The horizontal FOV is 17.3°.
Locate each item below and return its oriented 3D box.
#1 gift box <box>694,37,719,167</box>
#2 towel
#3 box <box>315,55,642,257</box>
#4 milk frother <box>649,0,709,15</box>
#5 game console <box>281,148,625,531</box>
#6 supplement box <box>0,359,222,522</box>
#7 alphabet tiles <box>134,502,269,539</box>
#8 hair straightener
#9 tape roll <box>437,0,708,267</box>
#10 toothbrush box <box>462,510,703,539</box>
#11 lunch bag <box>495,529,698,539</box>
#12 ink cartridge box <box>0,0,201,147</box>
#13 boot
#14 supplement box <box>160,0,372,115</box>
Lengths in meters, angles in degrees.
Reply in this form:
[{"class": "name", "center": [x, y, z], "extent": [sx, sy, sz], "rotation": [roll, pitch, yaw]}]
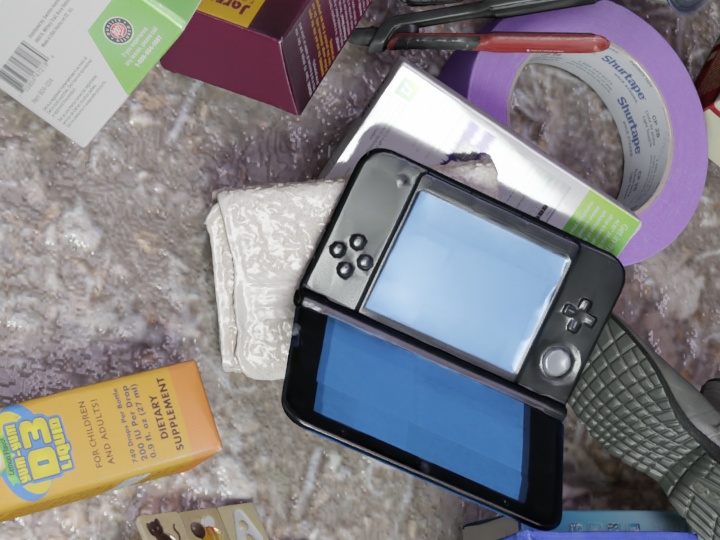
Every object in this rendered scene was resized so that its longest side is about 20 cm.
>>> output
[{"class": "gift box", "center": [0.379, -0.142, 1.757], "extent": [0.187, 0.184, 0.200], "rotation": [38, 71, -12]}, {"class": "towel", "center": [0.000, 0.000, 1.566], "extent": [0.199, 0.034, 0.133], "rotation": [-8, 103, -7]}, {"class": "box", "center": [0.069, -0.031, 1.608], "extent": [0.200, 0.036, 0.145], "rotation": [34, 101, -8]}, {"class": "milk frother", "center": [0.179, -0.302, 1.665], "extent": [0.180, 0.188, 0.201], "rotation": [-25, 127, -53]}, {"class": "game console", "center": [0.064, 0.042, 1.508], "extent": [0.199, 0.118, 0.171], "rotation": [24, 96, -14]}, {"class": "supplement box", "center": [-0.192, 0.113, 1.478], "extent": [0.199, 0.069, 0.067], "rotation": [-15, 83, -26]}, {"class": "alphabet tiles", "center": [-0.068, 0.240, 1.493], "extent": [0.166, 0.006, 0.201], "rotation": [-3, 61, -45]}, {"class": "hair straightener", "center": [0.073, -0.187, 1.637], "extent": [0.199, 0.041, 0.077], "rotation": [0, 84, 17]}, {"class": "tape roll", "center": [0.149, -0.093, 1.698], "extent": [0.199, 0.066, 0.201], "rotation": [6, 75, -24]}, {"class": "toothbrush box", "center": [0.178, 0.240, 1.620], "extent": [0.199, 0.085, 0.147], "rotation": [2, 78, -25]}, {"class": "lunch bag", "center": [0.164, 0.245, 1.523], "extent": [0.199, 0.094, 0.151], "rotation": [4, 75, -34]}, {"class": "ink cartridge box", "center": [-0.208, -0.194, 1.483], "extent": [0.200, 0.145, 0.084], "rotation": [36, 46, -12]}, {"class": "boot", "center": [0.221, 0.099, 1.630], "extent": [0.200, 0.068, 0.131], "rotation": [50, 27, 7]}, {"class": "supplement box", "center": [-0.047, -0.217, 1.592], "extent": [0.110, 0.086, 0.200], "rotation": [21, 63, 19]}]
